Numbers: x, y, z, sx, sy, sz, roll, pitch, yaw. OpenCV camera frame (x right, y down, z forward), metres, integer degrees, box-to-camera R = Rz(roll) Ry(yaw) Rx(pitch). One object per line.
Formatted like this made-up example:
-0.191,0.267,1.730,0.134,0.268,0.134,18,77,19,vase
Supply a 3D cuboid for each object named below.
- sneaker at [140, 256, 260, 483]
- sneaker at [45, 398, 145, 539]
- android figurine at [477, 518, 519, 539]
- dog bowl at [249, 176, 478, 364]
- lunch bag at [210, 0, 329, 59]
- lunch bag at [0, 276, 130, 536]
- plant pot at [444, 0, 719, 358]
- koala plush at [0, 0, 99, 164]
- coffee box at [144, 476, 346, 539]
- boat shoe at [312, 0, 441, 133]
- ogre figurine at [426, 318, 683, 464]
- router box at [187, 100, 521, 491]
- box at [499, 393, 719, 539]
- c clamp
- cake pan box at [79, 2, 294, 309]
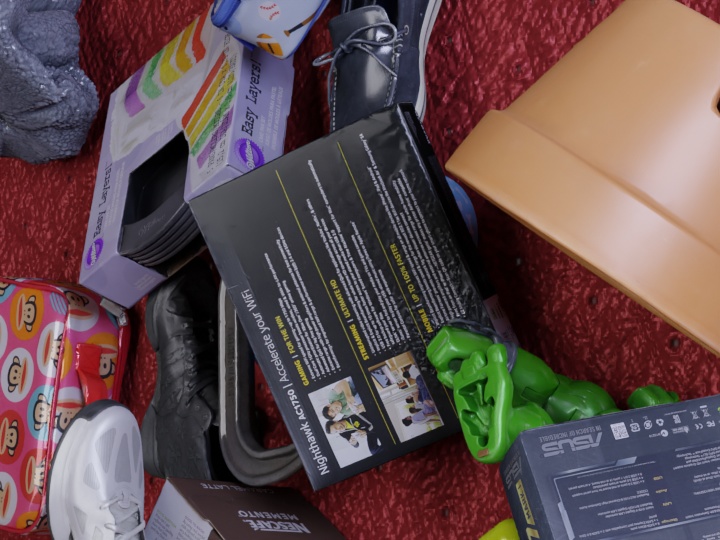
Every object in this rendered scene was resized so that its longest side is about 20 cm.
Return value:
-0.108,0.092,1.461,0.104,0.060,0.200,12,97,49,sneaker
-0.140,0.187,1.313,0.115,0.076,0.201,8,96,40,sneaker
0.109,0.235,1.209,0.200,0.041,0.182,-43,54,36,android figurine
0.000,0.000,1.364,0.200,0.050,0.112,-35,59,38,dog bowl
-0.045,-0.236,1.380,0.160,0.076,0.200,-54,17,27,lunch bag
-0.250,0.105,1.595,0.176,0.082,0.200,8,88,48,lunch bag
0.166,-0.055,1.101,0.140,0.200,0.200,-55,46,3,plant pot
-0.279,-0.207,1.653,0.177,0.184,0.200,-14,51,36,koala plush
-0.105,0.247,1.387,0.080,0.114,0.200,40,113,44,coffee box
0.008,-0.142,1.332,0.075,0.062,0.200,-9,59,42,boat shoe
0.126,0.103,1.154,0.200,0.120,0.098,23,96,46,ogre figurine
0.002,0.016,1.263,0.149,0.051,0.200,-23,89,14,router box
0.187,0.142,1.024,0.051,0.200,0.158,108,148,-59,box
-0.044,0.041,1.348,0.171,0.027,0.200,-7,78,47,c clamp
-0.123,-0.090,1.469,0.184,0.052,0.200,-36,37,41,cake pan box
